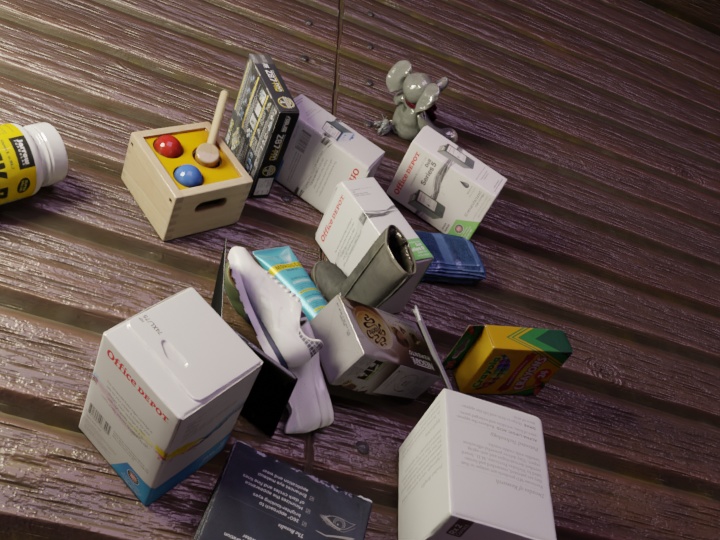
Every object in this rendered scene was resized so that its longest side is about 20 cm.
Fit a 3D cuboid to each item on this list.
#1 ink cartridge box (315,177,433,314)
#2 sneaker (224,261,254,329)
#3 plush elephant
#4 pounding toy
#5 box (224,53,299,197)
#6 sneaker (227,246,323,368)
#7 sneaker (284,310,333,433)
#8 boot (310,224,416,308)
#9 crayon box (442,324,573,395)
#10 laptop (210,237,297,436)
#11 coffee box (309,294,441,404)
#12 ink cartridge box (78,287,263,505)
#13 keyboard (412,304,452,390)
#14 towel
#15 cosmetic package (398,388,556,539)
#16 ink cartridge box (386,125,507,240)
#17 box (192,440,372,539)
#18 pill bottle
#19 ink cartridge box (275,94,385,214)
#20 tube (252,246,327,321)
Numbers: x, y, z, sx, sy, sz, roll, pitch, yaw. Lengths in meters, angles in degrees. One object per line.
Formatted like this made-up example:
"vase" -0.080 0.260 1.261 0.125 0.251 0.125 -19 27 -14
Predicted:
"ink cartridge box" 0.019 -0.041 1.453 0.083 0.147 0.201 -12 56 -37
"sneaker" -0.149 0.064 1.308 0.067 0.089 0.201 -42 105 -22
"plush elephant" 0.132 -0.376 1.845 0.198 0.156 0.166 -13 56 -39
"pounding toy" -0.281 -0.184 1.423 0.198 0.143 0.185 -18 60 -40
"box" -0.184 -0.261 1.513 0.048 0.202 0.163 -6 51 -32
"sneaker" -0.127 0.047 1.196 0.080 0.077 0.202 -28 74 -4
"sneaker" -0.106 0.139 1.224 0.087 0.075 0.204 -14 80 -18
"boot" 0.001 -0.001 1.361 0.072 0.201 0.183 -6 52 -34
"crayon box" 0.244 0.153 1.408 0.196 0.128 0.051 5 46 -24
"laptop" -0.156 0.097 1.166 0.199 0.188 0.116 35 55 7
"coffee box" 0.023 0.126 1.287 0.199 0.080 0.114 23 33 -46
"ink cartridge box" -0.244 0.159 1.059 0.147 0.201 0.145 43 42 15
"keyboard" 0.126 0.150 1.322 0.011 0.203 0.056 -24 21 0
"towel" 0.140 -0.030 1.588 0.197 0.049 0.113 4 46 -26
"cosmetic package" 0.156 0.311 1.169 0.162 0.166 0.202 18 43 -14
"ink cartridge box" 0.170 -0.169 1.669 0.198 0.146 0.084 34 42 5
"box" -0.109 0.351 1.010 0.194 0.118 0.201 25 40 -6
"pill bottle" -0.555 -0.157 1.258 0.114 0.115 0.199 45 43 18
"ink cartridge box" -0.074 -0.207 1.564 0.198 0.147 0.086 34 39 4
"tube" -0.103 0.032 1.392 0.077 0.051 0.201 -5 46 -43
